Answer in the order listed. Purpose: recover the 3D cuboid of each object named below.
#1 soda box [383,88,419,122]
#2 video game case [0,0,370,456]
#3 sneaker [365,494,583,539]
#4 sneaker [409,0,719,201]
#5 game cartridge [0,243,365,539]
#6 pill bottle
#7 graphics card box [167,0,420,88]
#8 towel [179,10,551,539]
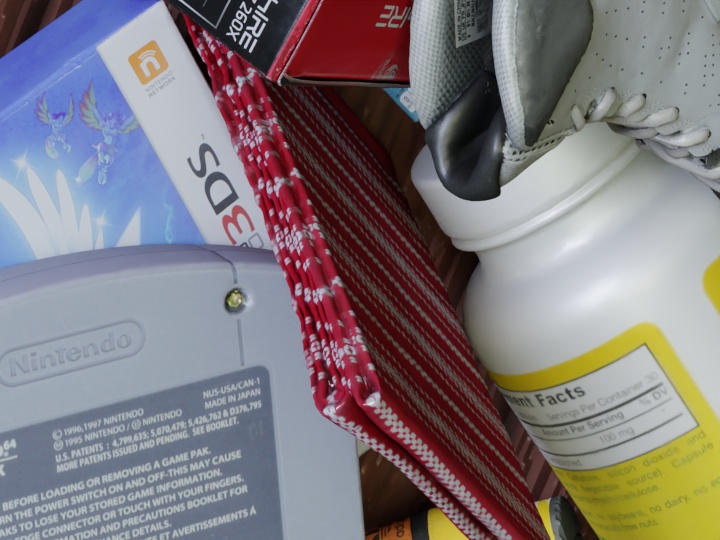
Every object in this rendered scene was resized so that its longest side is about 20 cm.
[{"bbox_3d":[0.062,-0.142,0.868,0.064,0.068,0.200,45,125,11],"label":"soda box"},{"bbox_3d":[-0.109,0.037,0.892,0.200,0.045,0.182,-38,118,-18],"label":"video game case"},{"bbox_3d":[0.041,0.180,0.983,0.089,0.070,0.202,-2,101,8],"label":"sneaker"},{"bbox_3d":[0.071,-0.049,0.813,0.116,0.075,0.200,-51,126,-20],"label":"sneaker"},{"bbox_3d":[-0.092,0.063,0.861,0.199,0.041,0.134,-14,105,-28],"label":"game cartridge"},{"bbox_3d":[0.104,0.026,0.930,0.111,0.111,0.201,-34,106,0],"label":"pill bottle"},{"bbox_3d":[-0.055,-0.129,0.832,0.200,0.125,0.051,38,110,23],"label":"graphics card box"},{"bbox_3d":[0.000,0.000,0.854,0.022,0.201,0.145,-31,140,11],"label":"towel"}]
